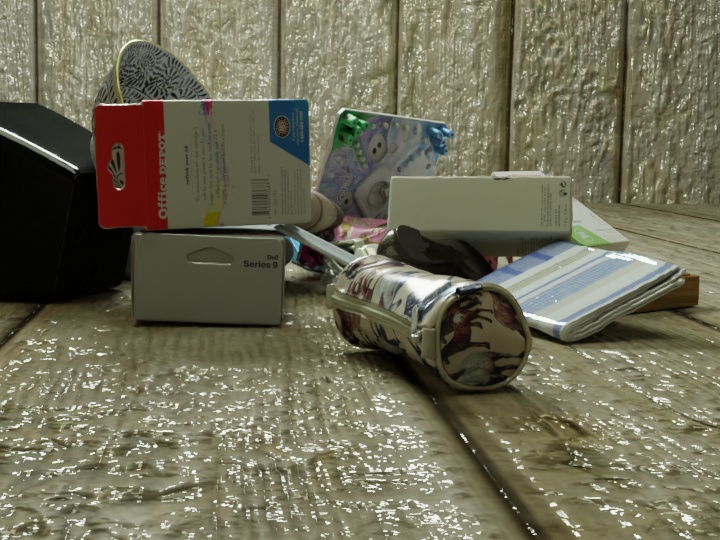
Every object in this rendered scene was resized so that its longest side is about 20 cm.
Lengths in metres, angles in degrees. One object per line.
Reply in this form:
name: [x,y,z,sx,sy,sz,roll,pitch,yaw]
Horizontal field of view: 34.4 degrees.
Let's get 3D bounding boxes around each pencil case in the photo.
pencil case: [0.066,-0.021,1.378,0.198,0.087,0.083,4,-35,24]
pencil case: [0.044,0.036,0.893,0.089,0.079,0.200,14,1,-26]

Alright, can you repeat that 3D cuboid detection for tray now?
tray: [0.262,0.021,1.248,0.198,0.038,0.098,-5,9,-37]

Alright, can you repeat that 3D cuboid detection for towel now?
towel: [0.197,0.017,1.123,0.146,0.024,0.200,-25,18,-20]

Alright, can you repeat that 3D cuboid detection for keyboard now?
keyboard: [0.008,0.002,1.125,0.198,0.011,0.056,27,10,0]

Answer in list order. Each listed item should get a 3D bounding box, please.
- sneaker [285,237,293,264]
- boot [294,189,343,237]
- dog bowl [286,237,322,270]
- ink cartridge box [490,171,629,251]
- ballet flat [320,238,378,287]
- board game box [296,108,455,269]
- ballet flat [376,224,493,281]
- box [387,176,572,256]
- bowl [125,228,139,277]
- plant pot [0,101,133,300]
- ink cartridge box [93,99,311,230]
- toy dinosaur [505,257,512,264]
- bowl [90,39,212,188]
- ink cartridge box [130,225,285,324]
sneaker: [-0.154,-0.008,1.355,0.198,0.075,0.087,-8,28,-41]
boot: [-0.123,-0.068,1.343,0.198,0.071,0.146,10,1,32]
dog bowl: [-0.041,-0.032,1.595,0.110,0.050,0.200,-1,8,-16]
ink cartridge box: [0.222,-0.065,1.454,0.116,0.068,0.200,-6,41,-49]
ballet flat: [0.000,0.000,1.256,0.071,0.073,0.200,-1,8,-22]
board game box: [0.023,-0.095,1.466,0.199,0.202,0.026,0,23,-46]
ballet flat: [0.081,-0.001,1.211,0.046,0.068,0.199,-36,-30,26]
box: [0.132,-0.058,1.274,0.197,0.069,0.082,2,-19,9]
bowl: [-0.272,-0.049,1.450,0.198,0.107,0.201,1,6,0]
plant pot: [-0.353,-0.065,1.261,0.176,0.202,0.200,17,11,19]
ink cartridge box: [-0.149,-0.099,1.088,0.197,0.118,0.067,-3,6,-18]
toy dinosaur: [0.151,-0.034,1.506,0.198,0.106,0.182,10,22,-18]
bowl: [-0.219,-0.128,1.215,0.093,0.203,0.200,-26,-4,21]
ink cartridge box: [-0.147,-0.003,1.158,0.144,0.085,0.200,2,7,-4]
